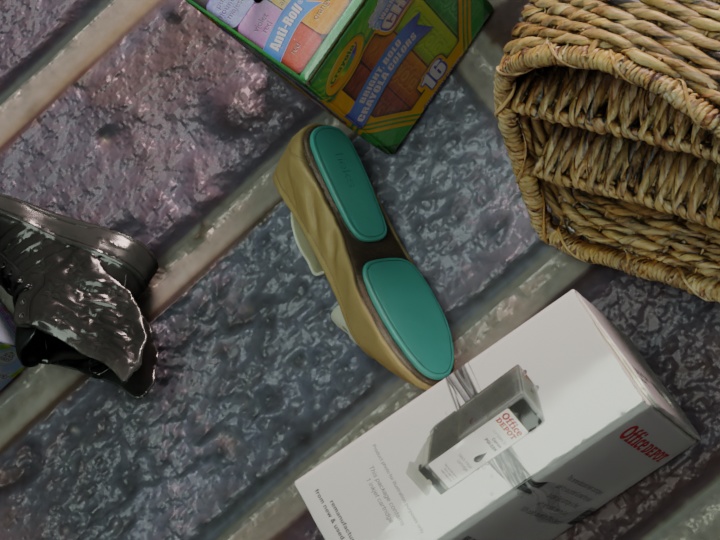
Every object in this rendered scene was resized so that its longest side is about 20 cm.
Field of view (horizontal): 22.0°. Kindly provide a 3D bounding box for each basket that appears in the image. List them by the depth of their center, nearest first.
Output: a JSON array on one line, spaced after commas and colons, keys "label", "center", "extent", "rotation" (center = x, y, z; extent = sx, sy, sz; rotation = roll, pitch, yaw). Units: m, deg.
[{"label": "basket", "center": [0.165, -0.080, 1.065], "extent": [0.200, 0.143, 0.150], "rotation": [22, 86, 46]}]

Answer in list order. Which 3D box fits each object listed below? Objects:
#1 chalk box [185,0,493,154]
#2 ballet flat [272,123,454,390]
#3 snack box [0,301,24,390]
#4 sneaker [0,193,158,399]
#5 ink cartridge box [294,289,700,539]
[{"label": "chalk box", "center": [-0.022, -0.178, 1.155], "extent": [0.124, 0.200, 0.125], "rotation": [37, 93, 23]}, {"label": "ballet flat", "center": [0.000, 0.000, 1.194], "extent": [0.063, 0.068, 0.201], "rotation": [-42, 62, 38]}, {"label": "snack box", "center": [-0.352, 0.059, 1.302], "extent": [0.200, 0.068, 0.169], "rotation": [-42, 68, 9]}, {"label": "sneaker", "center": [-0.215, 0.016, 1.250], "extent": [0.199, 0.060, 0.105], "rotation": [14, 62, 20]}, {"label": "ink cartridge box", "center": [0.083, 0.111, 1.082], "extent": [0.200, 0.147, 0.083], "rotation": [-35, 67, 9]}]
